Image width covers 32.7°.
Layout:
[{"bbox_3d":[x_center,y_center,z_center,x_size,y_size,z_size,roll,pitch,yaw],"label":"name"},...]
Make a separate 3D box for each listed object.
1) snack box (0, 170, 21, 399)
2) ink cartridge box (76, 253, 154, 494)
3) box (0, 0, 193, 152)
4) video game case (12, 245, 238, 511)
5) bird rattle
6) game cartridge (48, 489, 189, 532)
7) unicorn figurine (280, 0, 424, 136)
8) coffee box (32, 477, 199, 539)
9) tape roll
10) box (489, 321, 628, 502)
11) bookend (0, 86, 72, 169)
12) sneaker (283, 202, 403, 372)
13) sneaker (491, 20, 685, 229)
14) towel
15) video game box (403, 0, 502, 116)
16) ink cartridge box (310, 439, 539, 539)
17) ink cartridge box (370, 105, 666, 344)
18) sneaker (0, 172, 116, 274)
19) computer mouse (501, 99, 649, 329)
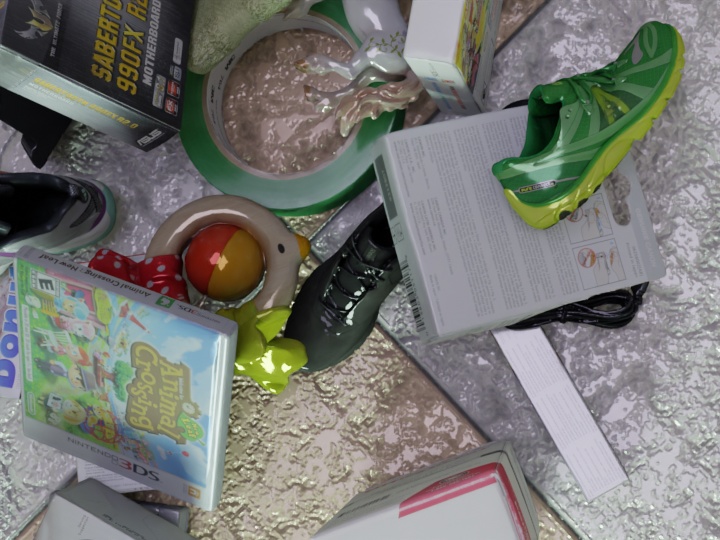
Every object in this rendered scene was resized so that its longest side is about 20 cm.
[{"bbox_3d":[-0.320,0.012,1.113,0.071,0.024,0.201,8,86,10],"label":"snack box"},{"bbox_3d":[-0.194,0.090,1.070,0.108,0.050,0.201,-7,83,10],"label":"ink cartridge box"},{"bbox_3d":[-0.207,-0.213,0.953,0.048,0.158,0.201,-23,54,41],"label":"box"},{"bbox_3d":[-0.188,0.089,0.969,0.181,0.022,0.201,19,130,11],"label":"video game case"},{"bbox_3d":[-0.128,0.015,1.013,0.199,0.113,0.164,24,75,20],"label":"bird rattle"},{"bbox_3d":[-0.217,0.299,1.064,0.129,0.038,0.201,6,86,7],"label":"game cartridge"},{"bbox_3d":[0.001,-0.221,1.009,0.137,0.074,0.201,-18,96,3],"label":"unicorn figurine"},{"bbox_3d":[-0.231,0.289,1.005,0.113,0.080,0.201,28,94,9],"label":"coffee box"},{"bbox_3d":[-0.061,-0.149,1.066,0.199,0.048,0.202,-1,85,11],"label":"tape roll"},{"bbox_3d":[0.153,0.092,1.009,0.041,0.039,0.201,-31,80,7],"label":"box"},{"bbox_3d":[-0.308,-0.228,1.048,0.198,0.092,0.201,32,92,-25],"label":"bookend"},{"bbox_3d":[0.000,0.000,1.020,0.076,0.091,0.200,37,94,7],"label":"sneaker"},{"bbox_3d":[0.175,-0.124,0.933,0.084,0.074,0.200,42,74,-7],"label":"sneaker"},{"bbox_3d":[-0.097,-0.265,1.031,0.148,0.036,0.201,-33,42,27],"label":"towel"},{"bbox_3d":[0.085,-0.239,0.979,0.046,0.182,0.201,9,86,11],"label":"video game box"},{"bbox_3d":[0.057,0.199,0.936,0.145,0.200,0.085,-21,87,8],"label":"ink cartridge box"},{"bbox_3d":[0.123,-0.044,0.968,0.199,0.057,0.164,-13,83,-19],"label":"ink cartridge box"},{"bbox_3d":[-0.317,-0.041,1.032,0.199,0.140,0.078,-21,82,6],"label":"sneaker"},{"bbox_3d":[0.176,-0.049,1.001,0.139,0.046,0.201,6,74,-5],"label":"computer mouse"}]
